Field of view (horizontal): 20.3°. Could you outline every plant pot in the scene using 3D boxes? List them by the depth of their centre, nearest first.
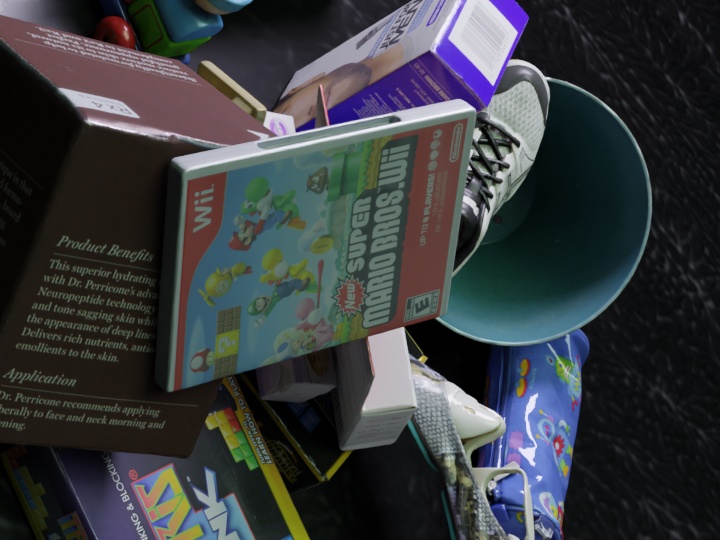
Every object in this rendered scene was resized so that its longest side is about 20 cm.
[{"bbox_3d":[0.105,-0.055,1.531,0.200,0.200,0.135,50,-1,-15],"label":"plant pot"}]

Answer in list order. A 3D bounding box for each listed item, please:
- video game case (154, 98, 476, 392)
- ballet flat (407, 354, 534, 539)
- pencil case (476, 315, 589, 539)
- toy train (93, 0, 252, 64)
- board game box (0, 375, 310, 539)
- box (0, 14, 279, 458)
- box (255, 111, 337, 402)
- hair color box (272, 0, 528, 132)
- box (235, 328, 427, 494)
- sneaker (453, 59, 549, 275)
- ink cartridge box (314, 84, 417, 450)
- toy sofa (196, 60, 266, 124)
[{"bbox_3d":[-0.024,-0.016,1.151,0.200,0.143,0.017,-14,36,-33],"label":"video game case"},{"bbox_3d":[0.076,0.135,1.389,0.072,0.072,0.200,-2,65,-46],"label":"ballet flat"},{"bbox_3d":[0.124,0.124,1.519,0.087,0.078,0.200,57,35,-43],"label":"pencil case"},{"bbox_3d":[-0.149,-0.247,1.401,0.085,0.116,0.200,-17,83,-49],"label":"toy train"},{"bbox_3d":[-0.114,0.171,1.272,0.165,0.057,0.200,-24,88,-50],"label":"board game box"},{"bbox_3d":[-0.165,-0.018,1.166,0.166,0.200,0.164,11,20,-42],"label":"box"},{"bbox_3d":[-0.057,-0.010,1.362,0.041,0.039,0.200,10,63,-44],"label":"box"},{"bbox_3d":[0.018,-0.131,1.449,0.065,0.200,0.109,44,45,-18],"label":"hair color box"},{"bbox_3d":[-0.058,0.032,1.406,0.200,0.049,0.160,54,44,-10],"label":"box"},{"bbox_3d":[0.077,-0.055,1.411,0.076,0.088,0.200,31,92,-13],"label":"sneaker"},{"bbox_3d":[0.000,0.000,1.322,0.045,0.176,0.200,-7,72,-10],"label":"ink cartridge box"},{"bbox_3d":[-0.168,-0.077,1.302,0.200,0.098,0.083,-5,31,-36],"label":"toy sofa"}]
